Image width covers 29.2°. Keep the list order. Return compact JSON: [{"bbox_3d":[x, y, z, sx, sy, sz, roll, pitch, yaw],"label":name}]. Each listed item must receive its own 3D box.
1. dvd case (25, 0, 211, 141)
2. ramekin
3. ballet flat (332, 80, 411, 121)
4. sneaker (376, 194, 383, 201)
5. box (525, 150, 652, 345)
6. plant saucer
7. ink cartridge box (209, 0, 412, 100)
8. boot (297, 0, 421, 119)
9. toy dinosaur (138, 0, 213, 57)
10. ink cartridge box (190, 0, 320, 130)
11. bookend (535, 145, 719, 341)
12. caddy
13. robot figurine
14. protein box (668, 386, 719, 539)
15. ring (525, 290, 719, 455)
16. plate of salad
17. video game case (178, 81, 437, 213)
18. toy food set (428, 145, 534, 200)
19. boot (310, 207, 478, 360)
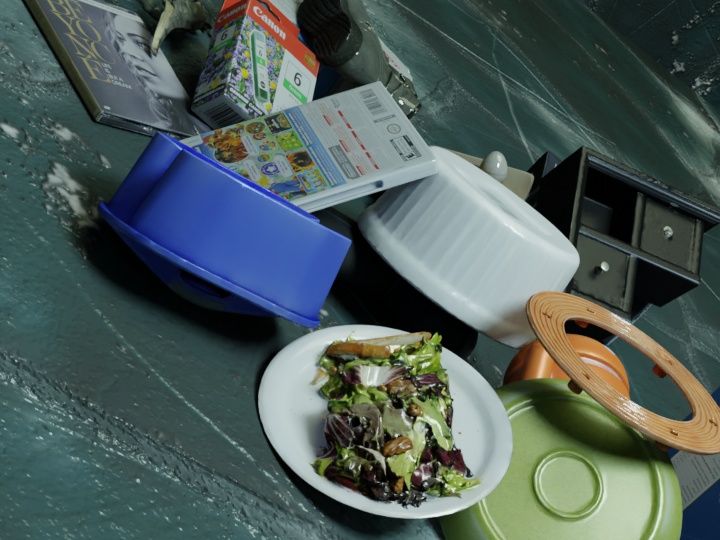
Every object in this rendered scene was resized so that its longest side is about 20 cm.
[{"bbox_3d":[-0.229,-0.196,1.303,0.148,0.016,0.200,11,37,-51],"label":"dvd case"},{"bbox_3d":[0.105,-0.026,1.273,0.200,0.098,0.201,35,13,-9],"label":"ramekin"},{"bbox_3d":[0.004,-0.173,1.529,0.068,0.073,0.200,3,7,29],"label":"ballet flat"},{"bbox_3d":[0.111,-0.031,1.470,0.200,0.082,0.074,38,22,-9],"label":"sneaker"},{"bbox_3d":[0.265,-0.029,1.687,0.200,0.104,0.148,40,23,-5],"label":"box"},{"bbox_3d":[0.159,0.171,1.082,0.199,0.031,0.201,3,62,-5],"label":"plant saucer"},{"bbox_3d":[-0.053,-0.245,1.584,0.145,0.084,0.200,50,25,20],"label":"ink cartridge box"},{"bbox_3d":[0.002,-0.237,1.498,0.131,0.068,0.200,42,21,-31],"label":"boot"},{"bbox_3d":[-0.201,-0.274,1.425,0.088,0.047,0.200,51,19,-7],"label":"toy dinosaur"},{"bbox_3d":[-0.096,-0.209,1.379,0.109,0.050,0.200,39,46,-35],"label":"ink cartridge box"},{"bbox_3d":[0.291,-0.002,1.535,0.198,0.092,0.201,23,61,-16],"label":"bookend"},{"bbox_3d":[-0.107,-0.021,1.078,0.200,0.105,0.141,28,4,-30],"label":"caddy"},{"bbox_3d":[0.177,0.137,1.195,0.144,0.117,0.200,23,45,-16],"label":"robot figurine"},{"bbox_3d":[0.344,0.236,1.214,0.135,0.200,0.199,26,27,-34],"label":"protein box"},{"bbox_3d":[0.218,0.086,1.145,0.200,0.019,0.201,29,23,-13],"label":"ring"},{"bbox_3d":[0.022,0.103,1.051,0.199,0.048,0.200,11,39,-9],"label":"plate of salad"},{"bbox_3d":[-0.049,-0.101,1.230,0.199,0.018,0.143,-18,42,-12],"label":"video game case"},{"bbox_3d":[0.092,-0.113,1.536,0.143,0.061,0.200,19,13,26],"label":"toy food set"},{"bbox_3d":[0.000,0.000,1.247,0.200,0.066,0.165,33,11,-35],"label":"boot"}]
